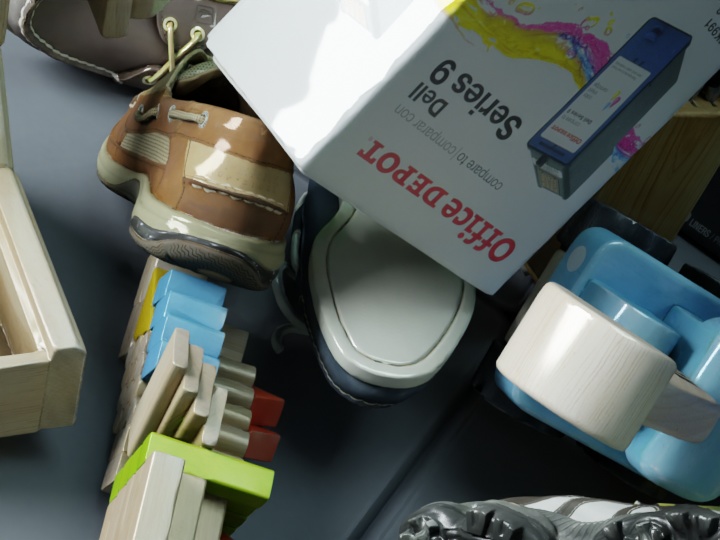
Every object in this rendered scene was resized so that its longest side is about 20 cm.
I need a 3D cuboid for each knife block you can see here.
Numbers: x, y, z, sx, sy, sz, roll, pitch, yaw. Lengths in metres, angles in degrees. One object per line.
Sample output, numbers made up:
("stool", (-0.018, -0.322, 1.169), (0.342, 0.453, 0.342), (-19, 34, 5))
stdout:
("knife block", (0.135, -0.069, 0.808), (0.064, 0.175, 0.200), (60, 5, 36))

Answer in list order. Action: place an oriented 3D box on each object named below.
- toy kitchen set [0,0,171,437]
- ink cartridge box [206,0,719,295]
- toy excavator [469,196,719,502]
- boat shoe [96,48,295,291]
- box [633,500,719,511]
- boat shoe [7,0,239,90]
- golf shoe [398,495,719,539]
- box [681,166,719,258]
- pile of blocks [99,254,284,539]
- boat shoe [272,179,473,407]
("toy kitchen set", (-0.114, -0.075, 0.633), (0.163, 0.200, 0.181), (-7, 47, -25))
("ink cartridge box", (0.063, -0.105, 0.660), (0.145, 0.200, 0.088), (33, 17, -51))
("toy excavator", (0.114, 0.040, 0.683), (0.194, 0.100, 0.200), (29, 4, -25))
("boat shoe", (-0.062, -0.053, 0.738), (0.076, 0.074, 0.200), (16, 11, -20))
("box", (0.198, 0.146, 0.749), (0.200, 0.050, 0.075), (6, 39, -31))
("boat shoe", (-0.083, -0.115, 0.860), (0.200, 0.072, 0.060), (6, 37, -42))
("golf shoe", (0.112, 0.114, 0.630), (0.200, 0.078, 0.094), (9, 6, 39))
("box", (0.282, -0.086, 0.982), (0.122, 0.200, 0.106), (35, 33, 8))
("pile of blocks", (-0.054, 0.055, 0.644), (0.062, 0.082, 0.200), (19, 34, -16))
("boat shoe", (0.000, 0.000, 0.761), (0.075, 0.062, 0.200), (16, 32, -18))
